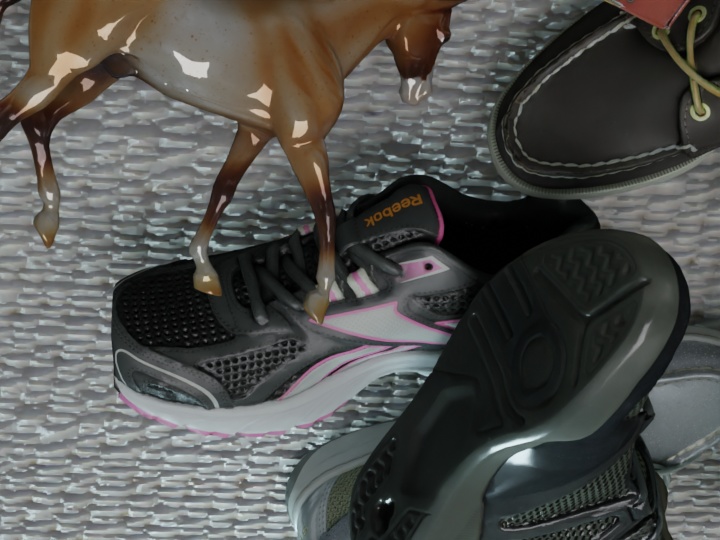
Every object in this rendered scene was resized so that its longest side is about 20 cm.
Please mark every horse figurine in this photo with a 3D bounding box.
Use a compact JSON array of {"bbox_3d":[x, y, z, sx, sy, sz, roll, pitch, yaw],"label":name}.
[{"bbox_3d":[-0.069,-0.064,0.962,0.200,0.050,0.133,15,92,-10],"label":"horse figurine"}]

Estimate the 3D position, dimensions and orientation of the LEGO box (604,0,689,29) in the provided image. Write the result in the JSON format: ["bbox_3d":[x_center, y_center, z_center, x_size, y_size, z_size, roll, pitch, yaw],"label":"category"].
[{"bbox_3d":[0.091,-0.200,0.891,0.149,0.077,0.200,23,119,-26],"label":"LEGO box"}]

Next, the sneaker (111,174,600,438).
[{"bbox_3d":[0.000,0.000,1.019,0.200,0.080,0.086,-10,143,-19],"label":"sneaker"}]

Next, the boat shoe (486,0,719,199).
[{"bbox_3d":[0.139,-0.085,0.982,0.201,0.061,0.072,-25,88,2],"label":"boat shoe"}]

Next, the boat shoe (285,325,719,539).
[{"bbox_3d":[0.069,0.083,1.107,0.202,0.065,0.074,-17,129,1],"label":"boat shoe"}]

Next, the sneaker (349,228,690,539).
[{"bbox_3d":[0.085,0.056,1.004,0.114,0.076,0.199,5,138,-28],"label":"sneaker"}]
